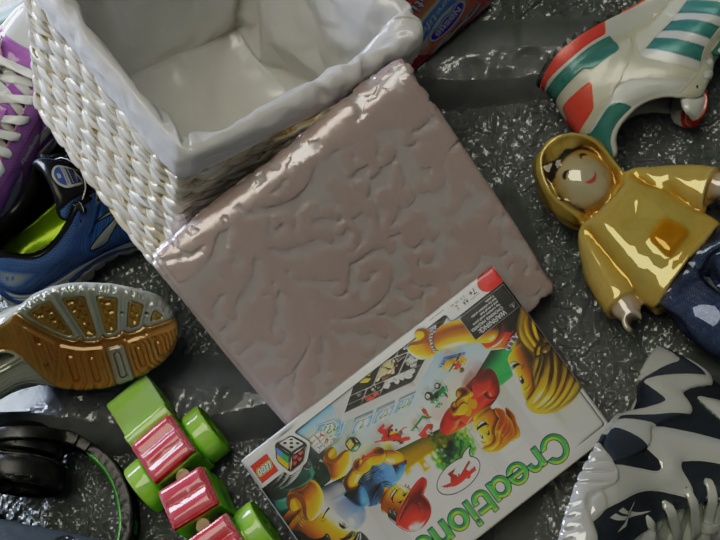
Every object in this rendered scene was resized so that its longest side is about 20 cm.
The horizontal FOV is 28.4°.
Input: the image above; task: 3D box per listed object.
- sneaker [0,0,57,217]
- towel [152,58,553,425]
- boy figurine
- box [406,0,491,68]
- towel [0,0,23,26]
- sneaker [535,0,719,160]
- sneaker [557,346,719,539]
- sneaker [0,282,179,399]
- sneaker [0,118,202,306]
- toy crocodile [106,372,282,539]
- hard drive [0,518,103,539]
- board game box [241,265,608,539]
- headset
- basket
[{"bbox_3d":[-0.259,-0.095,1.016,0.072,0.114,0.203,21,103,0],"label":"sneaker"},{"bbox_3d":[0.000,0.000,0.904,0.199,0.192,0.032,-38,21,-2],"label":"towel"},{"bbox_3d":[0.192,-0.023,0.907,0.124,0.064,0.200,-45,64,-3],"label":"boy figurine"},{"bbox_3d":[-0.007,-0.248,1.054,0.102,0.095,0.200,-40,61,-4],"label":"box"},{"bbox_3d":[-0.313,-0.201,1.134,0.198,0.048,0.172,-27,40,2],"label":"towel"},{"bbox_3d":[0.221,-0.148,0.962,0.198,0.070,0.094,-32,78,-1],"label":"sneaker"},{"bbox_3d":[0.189,0.137,0.800,0.128,0.080,0.199,24,37,17],"label":"sneaker"},{"bbox_3d":[-0.220,0.044,0.993,0.197,0.088,0.077,-10,102,5],"label":"sneaker"},{"bbox_3d":[-0.186,-0.051,1.023,0.199,0.089,0.079,-38,61,-8],"label":"sneaker"},{"bbox_3d":[-0.107,0.148,0.924,0.067,0.062,0.201,-35,60,-1],"label":"toy crocodile"},{"bbox_3d":[-0.243,0.214,0.901,0.197,0.141,0.033,7,31,20],"label":"hard drive"},{"bbox_3d":[0.041,0.109,0.885,0.199,0.035,0.127,-38,85,-1],"label":"board game box"},{"bbox_3d":[-0.245,0.152,0.947,0.198,0.094,0.125,21,73,13],"label":"headset"},{"bbox_3d":[-0.097,-0.133,0.953,0.197,0.162,0.200,-30,66,-27],"label":"basket"}]
